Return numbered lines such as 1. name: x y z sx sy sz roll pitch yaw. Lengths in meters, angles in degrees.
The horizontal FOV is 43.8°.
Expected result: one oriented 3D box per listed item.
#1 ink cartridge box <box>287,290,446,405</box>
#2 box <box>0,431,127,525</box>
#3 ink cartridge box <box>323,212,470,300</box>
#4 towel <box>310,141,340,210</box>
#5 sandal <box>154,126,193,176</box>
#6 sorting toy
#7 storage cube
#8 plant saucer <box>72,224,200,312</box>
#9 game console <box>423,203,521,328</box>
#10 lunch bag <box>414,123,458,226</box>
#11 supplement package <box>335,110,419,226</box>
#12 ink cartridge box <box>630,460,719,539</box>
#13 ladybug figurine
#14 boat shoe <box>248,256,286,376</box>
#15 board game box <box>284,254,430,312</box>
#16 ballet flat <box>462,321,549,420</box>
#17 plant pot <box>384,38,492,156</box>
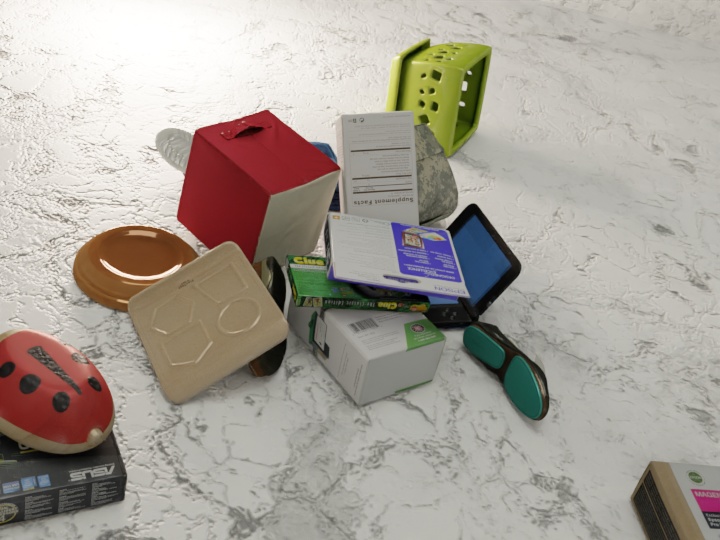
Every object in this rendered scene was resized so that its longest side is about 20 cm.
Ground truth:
1. ink cartridge box: 0.004 0.083 1.292 0.144 0.086 0.200 -11 40 -35
2. box: -0.378 0.205 1.005 0.196 0.050 0.162 -4 39 -29
3. ink cartridge box: 0.047 -0.010 1.288 0.193 0.044 0.201 9 28 -9
4. towel: -0.081 -0.185 1.690 0.109 0.049 0.201 -2 37 -21
5. sandal: -0.290 -0.184 1.616 0.201 0.050 0.083 34 51 6
6. sorting toy: -0.210 0.069 1.227 0.183 0.037 0.201 -31 49 -9
7. storage cube: -0.165 -0.121 1.436 0.179 0.203 0.170 38 39 23
8. plant saucer: -0.332 -0.011 1.352 0.195 0.038 0.202 9 34 -6
9. game console: 0.136 -0.013 1.453 0.167 0.120 0.201 -1 35 -22
10. lunch bag: 0.080 -0.149 1.605 0.169 0.139 0.199 56 37 7
11. supplement package: 0.026 -0.147 1.442 0.117 0.205 0.121 -4 5 -6
12. ink cartridge box: 0.461 0.327 1.113 0.195 0.076 0.166 6 35 -11
13. ladybug figurine: -0.357 0.129 1.015 0.198 0.073 0.135 30 34 23
14. boat shoe: -0.149 0.069 1.281 0.072 0.077 0.202 -13 42 10
15. board game box: -0.005 0.019 1.285 0.195 0.024 0.106 4 35 -17
16. ballet flat: 0.229 0.139 1.315 0.067 0.069 0.201 0 35 -34
17. plant pot: 0.164 -0.393 1.960 0.178 0.203 0.200 19 33 20
